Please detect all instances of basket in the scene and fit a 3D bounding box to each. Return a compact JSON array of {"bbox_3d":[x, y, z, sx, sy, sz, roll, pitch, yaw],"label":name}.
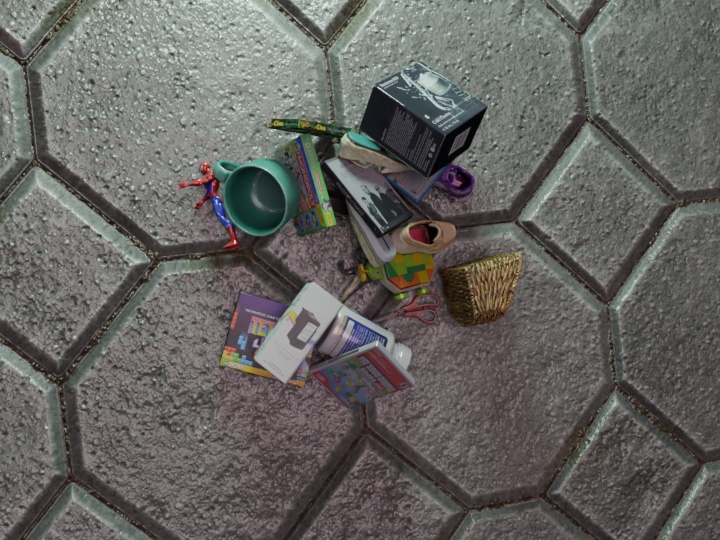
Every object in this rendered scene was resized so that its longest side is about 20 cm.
[{"bbox_3d":[0.286,0.046,1.602,0.146,0.200,0.145,-14,91,-12],"label":"basket"}]

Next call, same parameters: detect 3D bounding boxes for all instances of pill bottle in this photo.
[{"bbox_3d":[0.010,0.171,1.583,0.198,0.120,0.121,29,84,-11],"label":"pill bottle"}]

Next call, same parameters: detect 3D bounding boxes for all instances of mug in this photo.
[{"bbox_3d":[-0.213,-0.179,1.525,0.150,0.114,0.187,-21,101,24],"label":"mug"}]

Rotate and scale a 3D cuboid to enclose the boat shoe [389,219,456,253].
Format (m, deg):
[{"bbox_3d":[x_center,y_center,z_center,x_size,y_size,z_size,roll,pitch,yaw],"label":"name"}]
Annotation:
[{"bbox_3d":[0.158,-0.080,1.608,0.198,0.069,0.075,-13,81,-40],"label":"boat shoe"}]

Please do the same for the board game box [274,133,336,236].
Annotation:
[{"bbox_3d":[-0.123,-0.185,1.550,0.029,0.134,0.204,-18,93,-31],"label":"board game box"}]

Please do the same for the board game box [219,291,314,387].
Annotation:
[{"bbox_3d":[-0.199,0.154,1.571,0.197,0.057,0.168,16,87,-12],"label":"board game box"}]

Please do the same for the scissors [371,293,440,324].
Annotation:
[{"bbox_3d":[0.095,0.093,1.658,0.196,0.014,0.075,-1,92,-11],"label":"scissors"}]

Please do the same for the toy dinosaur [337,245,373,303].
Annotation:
[{"bbox_3d":[0.000,0.000,1.622,0.199,0.047,0.089,-40,104,-6],"label":"toy dinosaur"}]

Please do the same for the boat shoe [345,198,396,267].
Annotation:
[{"bbox_3d":[0.008,-0.100,1.545,0.071,0.062,0.203,-9,69,-48],"label":"boat shoe"}]

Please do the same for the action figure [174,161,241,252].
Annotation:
[{"bbox_3d":[-0.336,-0.136,1.533,0.097,0.065,0.203,-16,83,-3],"label":"action figure"}]

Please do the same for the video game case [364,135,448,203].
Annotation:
[{"bbox_3d":[0.098,-0.267,1.617,0.199,0.018,0.144,38,83,15],"label":"video game case"}]

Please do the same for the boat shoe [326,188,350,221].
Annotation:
[{"bbox_3d":[-0.020,-0.147,1.609,0.198,0.060,0.074,7,87,-12],"label":"boat shoe"}]

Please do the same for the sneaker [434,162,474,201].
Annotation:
[{"bbox_3d":[0.185,-0.227,1.641,0.197,0.088,0.082,21,87,-10],"label":"sneaker"}]

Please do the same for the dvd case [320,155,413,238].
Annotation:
[{"bbox_3d":[0.018,-0.174,1.544,0.201,0.025,0.150,51,37,5],"label":"dvd case"}]

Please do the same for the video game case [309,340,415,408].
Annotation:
[{"bbox_3d":[0.002,0.233,1.545,0.143,0.198,0.018,47,37,-26],"label":"video game case"}]

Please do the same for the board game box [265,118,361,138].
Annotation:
[{"bbox_3d":[-0.098,-0.306,1.520,0.198,0.103,0.024,-4,98,-51],"label":"board game box"}]

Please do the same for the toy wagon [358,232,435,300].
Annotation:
[{"bbox_3d":[0.085,-0.012,1.608,0.197,0.039,0.158,-12,84,-36],"label":"toy wagon"}]

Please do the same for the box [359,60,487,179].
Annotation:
[{"bbox_3d":[0.138,-0.334,1.541,0.196,0.125,0.199,37,45,16],"label":"box"}]

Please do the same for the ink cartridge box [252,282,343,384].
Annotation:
[{"bbox_3d":[-0.135,0.128,1.484,0.082,0.146,0.201,37,81,-7],"label":"ink cartridge box"}]

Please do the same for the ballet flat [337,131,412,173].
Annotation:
[{"bbox_3d":[0.038,-0.251,1.557,0.197,0.068,0.063,16,125,-26],"label":"ballet flat"}]
